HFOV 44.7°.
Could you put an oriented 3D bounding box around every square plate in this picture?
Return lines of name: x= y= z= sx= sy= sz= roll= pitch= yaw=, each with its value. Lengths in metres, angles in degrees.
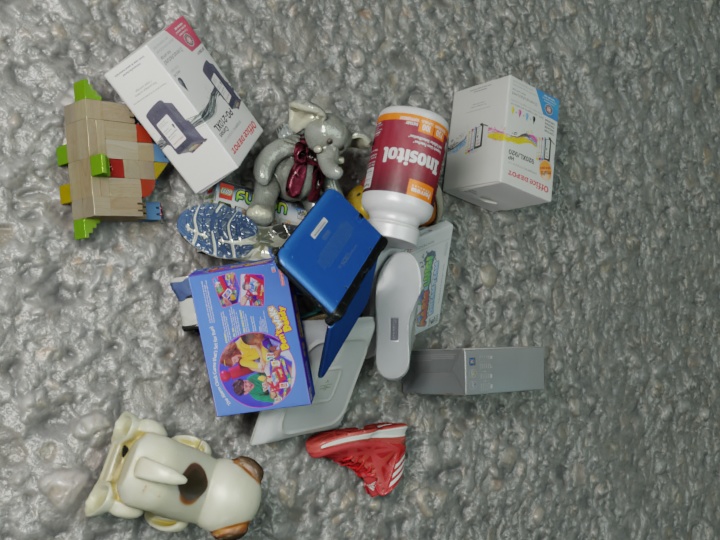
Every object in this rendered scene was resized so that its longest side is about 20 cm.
square plate: x=-0.062 y=0.166 z=1.303 sx=0.200 sy=0.028 sz=0.199 roll=0 pitch=114 yaw=-53

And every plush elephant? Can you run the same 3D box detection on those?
plush elephant: x=-0.068 y=-0.165 z=1.302 sx=0.164 sy=0.155 sz=0.201 roll=15 pitch=59 yaw=-36

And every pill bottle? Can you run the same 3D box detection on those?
pill bottle: x=0.064 y=-0.139 z=1.339 sx=0.113 sy=0.113 sz=0.201 roll=18 pitch=79 yaw=-36

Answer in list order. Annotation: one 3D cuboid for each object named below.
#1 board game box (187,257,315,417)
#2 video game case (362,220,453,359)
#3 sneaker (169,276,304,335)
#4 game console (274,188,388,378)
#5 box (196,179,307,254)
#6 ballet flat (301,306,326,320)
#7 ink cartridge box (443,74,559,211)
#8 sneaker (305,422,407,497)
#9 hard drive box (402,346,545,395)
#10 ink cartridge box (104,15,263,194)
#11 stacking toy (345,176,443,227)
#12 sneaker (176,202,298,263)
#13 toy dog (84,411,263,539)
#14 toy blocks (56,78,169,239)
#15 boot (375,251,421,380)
board game box: x=-0.146 y=0.089 z=1.189 sx=0.045 sy=0.134 sz=0.201 roll=-68 pitch=149 yaw=-78
video game case: x=0.076 y=0.032 z=1.454 sx=0.182 sy=0.024 sz=0.201 roll=-23 pitch=131 yaw=-39
sneaker: x=-0.181 y=0.061 z=1.275 sx=0.199 sy=0.080 sz=0.116 roll=-3 pitch=91 yaw=-32
game console: x=-0.048 y=0.015 z=1.224 sx=0.171 sy=0.118 sz=0.200 roll=44 pitch=38 yaw=-10
box: x=-0.147 y=-0.061 z=1.335 sx=0.199 sy=0.035 sz=0.111 roll=15 pitch=76 yaw=-37
ballet flat: x=-0.057 y=0.081 z=1.324 sx=0.200 sy=0.068 sz=0.076 roll=-28 pitch=102 yaw=-40
ink cartridge box: x=0.261 y=-0.227 z=1.614 sx=0.147 sy=0.144 sz=0.201 roll=15 pitch=76 yaw=-38
sneaker: x=0.003 y=0.308 z=1.391 sx=0.199 sy=0.078 sz=0.116 roll=-1 pitch=84 yaw=-38
hard drive box: x=0.195 y=0.171 z=1.511 sx=0.199 sy=0.156 sz=0.077 roll=2 pitch=84 yaw=-38
ink cartridge box: x=-0.237 y=-0.229 z=1.214 sx=0.200 sy=0.084 sz=0.145 roll=54 pitch=25 yaw=-21
stacking toy: x=0.023 y=-0.101 z=1.438 sx=0.199 sy=0.146 sz=0.147 roll=-30 pitch=105 yaw=-21
sneaker: x=-0.166 y=-0.034 z=1.248 sx=0.199 sy=0.085 sz=0.077 roll=16 pitch=68 yaw=-13
toy dog: x=-0.223 y=0.272 z=1.145 sx=0.199 sy=0.194 sz=0.140 roll=27 pitch=57 yaw=-27
toy blocks: x=-0.320 y=-0.144 z=1.179 sx=0.136 sy=0.100 sz=0.201 roll=-3 pitch=87 yaw=-51
boot: x=0.055 y=0.070 z=1.394 sx=0.073 sy=0.096 sz=0.201 roll=8 pitch=91 yaw=1
